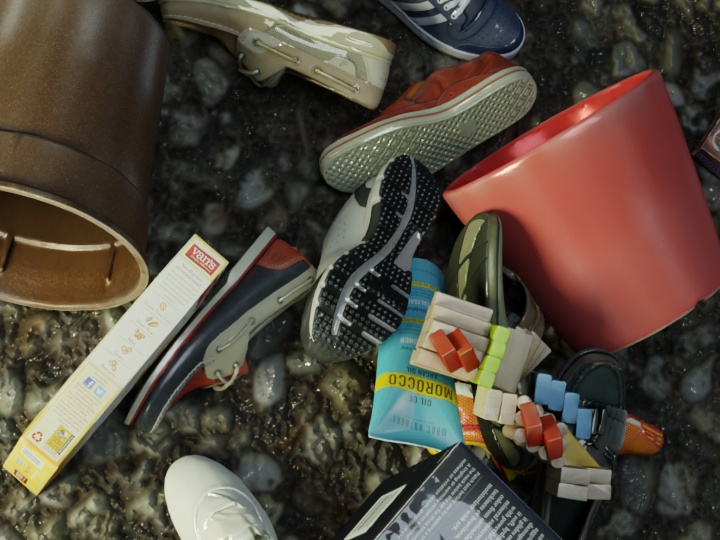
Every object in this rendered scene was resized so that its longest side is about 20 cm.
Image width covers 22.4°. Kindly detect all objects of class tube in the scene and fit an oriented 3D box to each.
[{"bbox_3d":[0.042,0.070,1.413,0.077,0.050,0.200,10,38,-8],"label":"tube"}]

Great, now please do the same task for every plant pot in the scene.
[{"bbox_3d":[-0.235,-0.102,1.370,0.200,0.200,0.199,16,65,-11],"label":"plant pot"},{"bbox_3d":[0.195,-0.039,1.476,0.200,0.200,0.178,-33,95,-21],"label":"plant pot"}]

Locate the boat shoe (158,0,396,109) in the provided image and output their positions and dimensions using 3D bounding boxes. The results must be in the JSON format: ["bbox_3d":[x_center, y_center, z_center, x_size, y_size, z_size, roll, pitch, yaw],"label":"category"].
[{"bbox_3d":[-0.073,-0.183,1.495,0.199,0.072,0.065,15,93,-3],"label":"boat shoe"}]

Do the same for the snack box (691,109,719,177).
[{"bbox_3d":[0.376,-0.158,1.637,0.072,0.024,0.200,38,69,-5],"label":"snack box"}]

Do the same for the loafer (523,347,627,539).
[{"bbox_3d":[0.170,0.162,1.423,0.072,0.063,0.201,11,106,-15],"label":"loafer"}]

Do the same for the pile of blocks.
[{"bbox_3d":[0.124,0.093,1.344,0.200,0.062,0.082,44,86,-5],"label":"pile of blocks"}]

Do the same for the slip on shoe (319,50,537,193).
[{"bbox_3d":[0.051,-0.124,1.522,0.200,0.074,0.061,-28,50,-15],"label":"slip on shoe"}]

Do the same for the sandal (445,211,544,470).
[{"bbox_3d":[0.114,0.053,1.418,0.057,0.080,0.202,-12,91,-22],"label":"sandal"}]

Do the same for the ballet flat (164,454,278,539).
[{"bbox_3d":[-0.084,0.226,1.383,0.069,0.069,0.200,-24,83,-20],"label":"ballet flat"}]

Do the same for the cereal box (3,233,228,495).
[{"bbox_3d":[-0.183,0.072,1.356,0.040,0.144,0.200,40,70,-2],"label":"cereal box"}]

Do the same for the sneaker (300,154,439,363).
[{"bbox_3d":[0.000,0.000,1.441,0.074,0.080,0.200,42,50,-17],"label":"sneaker"}]

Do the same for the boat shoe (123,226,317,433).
[{"bbox_3d":[-0.108,0.055,1.424,0.063,0.071,0.200,41,65,-5],"label":"boat shoe"}]

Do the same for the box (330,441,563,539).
[{"bbox_3d":[0.079,0.248,1.352,0.198,0.200,0.123,45,69,-2],"label":"box"}]

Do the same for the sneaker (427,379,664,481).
[{"bbox_3d":[0.147,0.135,1.480,0.199,0.073,0.077,7,87,-6],"label":"sneaker"}]

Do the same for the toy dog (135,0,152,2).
[{"bbox_3d":[-0.186,-0.305,1.446,0.194,0.139,0.201,17,76,-36],"label":"toy dog"}]

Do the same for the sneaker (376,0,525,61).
[{"bbox_3d":[0.062,-0.252,1.529,0.200,0.108,0.070,32,70,-5],"label":"sneaker"}]
